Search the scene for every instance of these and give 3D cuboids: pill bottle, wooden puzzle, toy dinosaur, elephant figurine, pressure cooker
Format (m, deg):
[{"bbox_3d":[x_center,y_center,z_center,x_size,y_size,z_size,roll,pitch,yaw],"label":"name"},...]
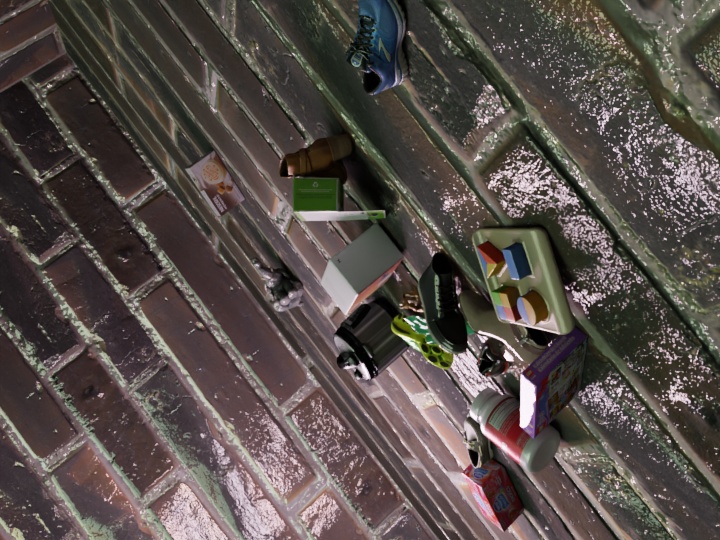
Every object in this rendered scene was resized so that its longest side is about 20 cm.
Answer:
[{"bbox_3d":[0.346,0.356,1.673,0.199,0.112,0.113,36,156,43],"label":"pill bottle"},{"bbox_3d":[0.269,0.019,1.278,0.199,0.046,0.189,3,115,66],"label":"wooden puzzle"},{"bbox_3d":[0.157,0.082,1.756,0.105,0.061,0.199,21,-178,-40],"label":"toy dinosaur"},{"bbox_3d":[-0.308,0.044,2.728,0.200,0.140,0.157,44,138,19],"label":"elephant figurine"},{"bbox_3d":[0.020,0.205,2.048,0.178,0.199,0.177,39,159,37],"label":"pressure cooker"}]

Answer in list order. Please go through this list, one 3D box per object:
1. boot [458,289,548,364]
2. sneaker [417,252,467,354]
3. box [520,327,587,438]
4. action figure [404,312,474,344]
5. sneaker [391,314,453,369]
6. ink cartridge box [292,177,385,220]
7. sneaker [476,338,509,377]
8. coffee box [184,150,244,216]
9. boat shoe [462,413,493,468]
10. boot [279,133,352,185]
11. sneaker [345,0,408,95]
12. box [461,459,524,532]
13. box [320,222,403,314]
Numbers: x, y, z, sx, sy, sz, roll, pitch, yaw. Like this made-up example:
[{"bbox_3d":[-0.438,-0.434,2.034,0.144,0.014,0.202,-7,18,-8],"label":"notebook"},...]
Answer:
[{"bbox_3d":[0.283,0.096,1.434,0.201,0.070,0.147,49,156,9],"label":"boot"},{"bbox_3d":[0.175,0.069,1.533,0.107,0.073,0.203,104,148,-54],"label":"sneaker"},{"bbox_3d":[0.349,0.206,1.340,0.039,0.136,0.202,38,157,33],"label":"box"},{"bbox_3d":[0.201,0.118,1.640,0.117,0.056,0.198,33,155,-28],"label":"action figure"},{"bbox_3d":[0.168,0.179,1.889,0.199,0.075,0.083,38,-178,32],"label":"sneaker"},{"bbox_3d":[-0.043,-0.156,1.623,0.148,0.195,0.078,50,-141,-86],"label":"ink cartridge box"},{"bbox_3d":[0.276,0.193,1.589,0.077,0.081,0.201,45,161,20],"label":"sneaker"},{"bbox_3d":[-0.513,-0.305,2.597,0.202,0.114,0.079,59,160,-18],"label":"coffee box"},{"bbox_3d":[0.321,0.479,2.053,0.072,0.060,0.204,33,154,45],"label":"boat shoe"},{"bbox_3d":[-0.104,-0.223,1.627,0.078,0.153,0.200,67,164,10],"label":"boot"},{"bbox_3d":[0.022,-0.362,1.170,0.078,0.089,0.202,38,157,34],"label":"sneaker"},{"bbox_3d":[0.387,0.646,2.145,0.099,0.095,0.202,25,148,56],"label":"box"},{"bbox_3d":[0.000,0.000,1.784,0.107,0.151,0.200,50,163,7],"label":"box"}]
